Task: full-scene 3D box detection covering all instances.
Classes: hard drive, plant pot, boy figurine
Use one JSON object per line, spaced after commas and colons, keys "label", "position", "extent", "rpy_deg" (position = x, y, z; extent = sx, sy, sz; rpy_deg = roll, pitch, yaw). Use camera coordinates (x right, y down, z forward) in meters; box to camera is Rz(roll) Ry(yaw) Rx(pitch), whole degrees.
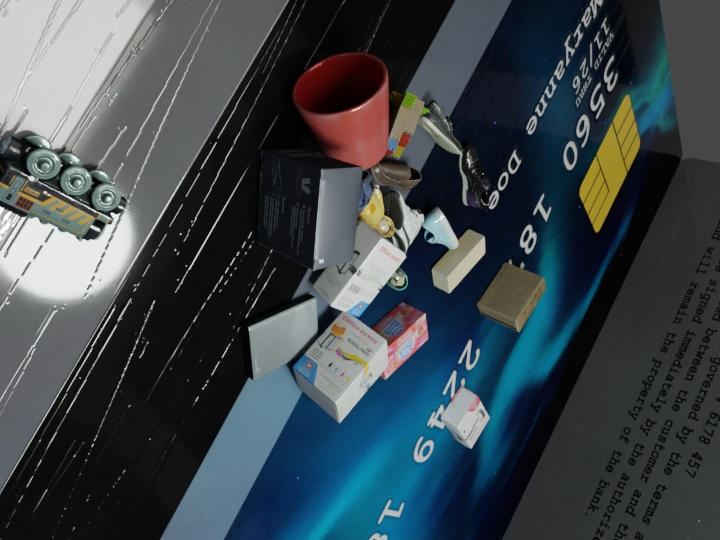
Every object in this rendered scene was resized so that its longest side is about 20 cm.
{"label": "hard drive", "position": [-0.185, 0.154, 1.338], "extent": [0.198, 0.033, 0.143], "rpy_deg": [-23, 123, -40]}
{"label": "plant pot", "position": [-0.025, -0.321, 1.192], "extent": [0.201, 0.198, 0.179], "rpy_deg": [-48, 147, -20]}
{"label": "boy figurine", "position": [0.022, -0.147, 1.405], "extent": [0.126, 0.063, 0.201], "rpy_deg": [-58, 138, -25]}

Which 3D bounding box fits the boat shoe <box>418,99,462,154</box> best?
{"label": "boat shoe", "position": [0.225, -0.375, 1.518], "extent": [0.199, 0.071, 0.068], "rpy_deg": [33, 87, -48]}

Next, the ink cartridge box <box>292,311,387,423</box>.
{"label": "ink cartridge box", "position": [-0.045, 0.236, 1.415], "extent": [0.200, 0.146, 0.146], "rpy_deg": [-47, 156, -24]}

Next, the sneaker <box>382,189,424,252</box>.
{"label": "sneaker", "position": [0.113, -0.152, 1.511], "extent": [0.116, 0.075, 0.203], "rpy_deg": [-50, 146, -32]}

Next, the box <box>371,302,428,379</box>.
{"label": "box", "position": [0.096, 0.198, 1.620], "extent": [0.199, 0.094, 0.104], "rpy_deg": [-37, 132, -31]}

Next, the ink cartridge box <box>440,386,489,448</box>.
{"label": "ink cartridge box", "position": [0.394, 0.550, 2.119], "extent": [0.147, 0.084, 0.201], "rpy_deg": [-52, 139, -17]}

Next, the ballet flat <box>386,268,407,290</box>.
{"label": "ballet flat", "position": [0.073, -0.005, 1.521], "extent": [0.068, 0.070, 0.200], "rpy_deg": [-59, 139, -8]}

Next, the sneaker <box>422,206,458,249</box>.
{"label": "sneaker", "position": [0.224, -0.110, 1.657], "extent": [0.081, 0.075, 0.200], "rpy_deg": [-33, 142, 7]}

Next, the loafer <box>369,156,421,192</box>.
{"label": "loafer", "position": [0.087, -0.251, 1.408], "extent": [0.198, 0.070, 0.075], "rpy_deg": [5, 65, -56]}

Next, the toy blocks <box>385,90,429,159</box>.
{"label": "toy blocks", "position": [0.088, -0.327, 1.332], "extent": [0.098, 0.200, 0.139], "rpy_deg": [20, 96, -9]}

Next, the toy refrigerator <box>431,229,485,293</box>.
{"label": "toy refrigerator", "position": [0.304, -0.031, 1.768], "extent": [0.200, 0.069, 0.077], "rpy_deg": [-44, 142, -24]}

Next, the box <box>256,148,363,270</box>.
{"label": "box", "position": [-0.109, -0.131, 1.164], "extent": [0.116, 0.198, 0.201], "rpy_deg": [-12, 117, -43]}

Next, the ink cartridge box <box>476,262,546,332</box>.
{"label": "ink cartridge box", "position": [0.531, 0.091, 1.997], "extent": [0.201, 0.163, 0.075], "rpy_deg": [-52, 139, -16]}

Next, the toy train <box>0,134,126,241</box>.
{"label": "toy train", "position": [-0.464, -0.121, 0.874], "extent": [0.115, 0.085, 0.199], "rpy_deg": [-53, 141, 2]}

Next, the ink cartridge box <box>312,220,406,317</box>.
{"label": "ink cartridge box", "position": [0.000, 0.000, 1.382], "extent": [0.201, 0.084, 0.145], "rpy_deg": [-52, 148, 6]}

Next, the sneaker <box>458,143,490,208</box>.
{"label": "sneaker", "position": [0.349, -0.279, 1.686], "extent": [0.075, 0.087, 0.203], "rpy_deg": [-38, 132, -28]}
